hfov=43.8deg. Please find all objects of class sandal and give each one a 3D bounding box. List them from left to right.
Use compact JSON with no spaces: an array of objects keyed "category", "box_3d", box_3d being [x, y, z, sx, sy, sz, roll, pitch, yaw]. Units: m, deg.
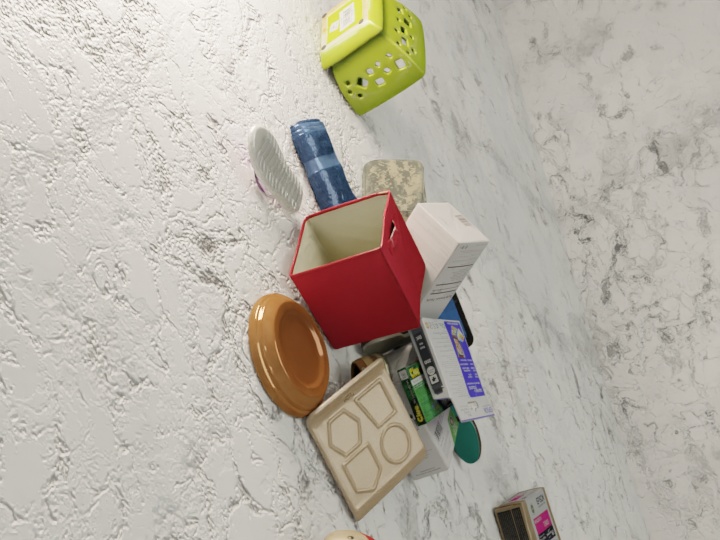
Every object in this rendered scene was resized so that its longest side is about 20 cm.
[{"category":"sandal","box_3d":[-0.158,-0.165,1.542,0.204,0.049,0.084,60,37,-49]}]

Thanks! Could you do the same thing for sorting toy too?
[{"category":"sorting toy","box_3d":[0.010,0.276,1.474,0.184,0.036,0.203,-34,106,-36]}]

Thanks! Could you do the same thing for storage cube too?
[{"category":"storage cube","box_3d":[0.000,0.000,1.563,0.182,0.196,0.173,60,24,-32]}]

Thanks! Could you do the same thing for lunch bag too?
[{"category":"lunch bag","box_3d":[0.067,-0.108,1.840,0.202,0.136,0.170,-91,178,-51]}]

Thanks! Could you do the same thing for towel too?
[{"category":"towel","box_3d":[-0.069,-0.197,1.746,0.111,0.048,0.204,-25,94,-65]}]

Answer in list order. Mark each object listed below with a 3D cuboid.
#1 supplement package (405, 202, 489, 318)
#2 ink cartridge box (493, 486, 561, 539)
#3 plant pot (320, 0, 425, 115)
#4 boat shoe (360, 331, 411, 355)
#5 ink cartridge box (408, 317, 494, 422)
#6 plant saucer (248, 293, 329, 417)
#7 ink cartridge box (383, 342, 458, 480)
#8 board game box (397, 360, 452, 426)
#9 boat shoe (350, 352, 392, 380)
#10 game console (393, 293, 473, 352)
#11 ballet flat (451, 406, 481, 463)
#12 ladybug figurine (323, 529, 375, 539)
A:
[{"category":"supplement package","box_3d":[0.129,-0.013,1.710,0.121,0.202,0.119,45,28,25]},{"category":"ink cartridge box","box_3d":[0.386,0.595,2.028,0.199,0.074,0.168,4,68,-63]},{"category":"plant pot","box_3d":[0.019,-0.512,2.021,0.181,0.197,0.203,39,37,-37]},{"category":"boat shoe","box_3d":[0.056,0.115,1.727,0.198,0.073,0.063,-12,64,-53]},{"category":"ink cartridge box","box_3d":[0.172,0.191,1.686,0.197,0.043,0.204,11,55,-63]},{"category":"plant saucer","box_3d":[-0.105,0.130,1.420,0.200,0.037,0.203,45,34,-41]},{"category":"ink cartridge box","box_3d":[0.100,0.262,1.684,0.203,0.083,0.147,60,24,-15]},{"category":"board game box","box_3d":[0.128,0.214,1.652,0.199,0.023,0.107,-8,78,-67]},{"category":"boat shoe","box_3d":[0.017,0.247,1.552,0.073,0.075,0.205,-2,79,-35]},{"category":"game console","box_3d":[0.131,0.096,1.846,0.204,0.117,0.170,67,24,-1]},{"category":"ballet flat","box_3d":[0.204,0.308,1.893,0.203,0.067,0.068,64,16,-10]},{"category":"ladybug figurine","box_3d":[0.016,0.442,1.262,0.201,0.071,0.137,51,27,-34]}]
